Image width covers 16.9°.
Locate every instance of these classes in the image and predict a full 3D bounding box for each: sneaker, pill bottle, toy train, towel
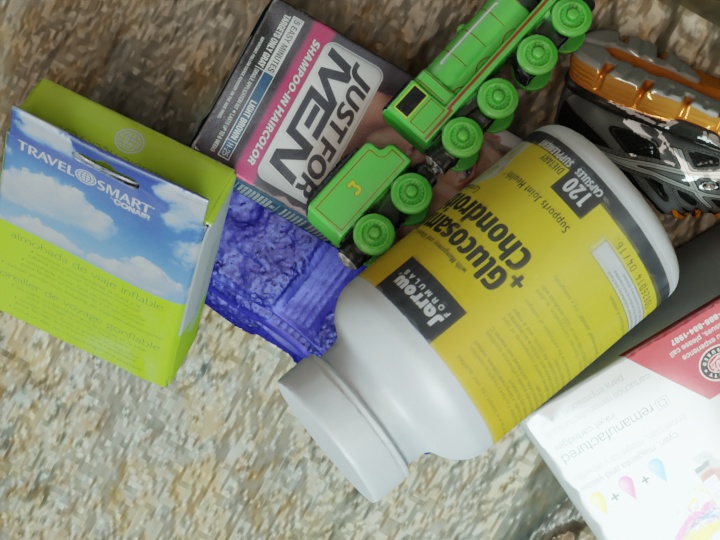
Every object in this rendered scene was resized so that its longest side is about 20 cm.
[{"bbox_3d":[0.198,-0.061,1.351,0.199,0.078,0.078,26,120,1],"label":"sneaker"},{"bbox_3d":[0.058,0.025,1.252,0.200,0.112,0.112,-39,100,-8],"label":"pill bottle"},{"bbox_3d":[0.047,-0.085,1.294,0.056,0.042,0.200,40,79,7],"label":"toy train"},{"bbox_3d":[0.000,0.000,1.394,0.200,0.050,0.148,35,107,-5],"label":"towel"}]

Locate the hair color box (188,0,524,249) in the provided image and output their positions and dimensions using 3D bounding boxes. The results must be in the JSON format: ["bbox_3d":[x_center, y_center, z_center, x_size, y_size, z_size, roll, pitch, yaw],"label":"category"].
[{"bbox_3d":[0.013,-0.056,1.336,0.199,0.061,0.100,29,84,-7],"label":"hair color box"}]

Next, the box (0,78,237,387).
[{"bbox_3d":[-0.140,-0.023,1.340,0.121,0.048,0.200,25,146,3],"label":"box"}]

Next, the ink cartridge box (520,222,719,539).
[{"bbox_3d":[0.200,0.105,1.355,0.145,0.145,0.200,-32,101,13],"label":"ink cartridge box"}]
